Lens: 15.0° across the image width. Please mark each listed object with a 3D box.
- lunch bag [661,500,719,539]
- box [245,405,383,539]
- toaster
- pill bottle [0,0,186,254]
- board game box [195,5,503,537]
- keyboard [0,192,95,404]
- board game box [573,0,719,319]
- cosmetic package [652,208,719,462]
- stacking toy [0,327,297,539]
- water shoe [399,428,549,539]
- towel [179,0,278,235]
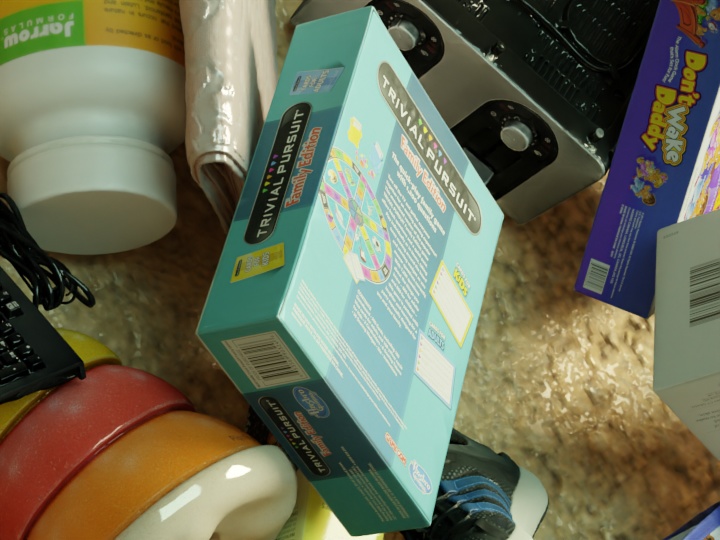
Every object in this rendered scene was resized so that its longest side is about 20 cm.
[{"bbox_3d":[0.188,0.215,1.406,0.200,0.124,0.171,-24,81,-52],"label":"lunch bag"},{"bbox_3d":[-0.026,0.126,1.342,0.050,0.075,0.201,23,58,-28],"label":"box"},{"bbox_3d":[0.082,-0.153,1.503,0.181,0.119,0.200,40,55,-10],"label":"toaster"},{"bbox_3d":[-0.137,-0.116,1.360,0.110,0.111,0.201,7,65,-28],"label":"pill bottle"},{"bbox_3d":[0.000,0.000,1.300,0.151,0.047,0.201,56,36,-37],"label":"board game box"},{"bbox_3d":[-0.199,-0.018,1.270,0.104,0.040,0.200,-19,51,-36],"label":"keyboard"},{"bbox_3d":[0.181,-0.089,1.468,0.045,0.201,0.134,22,24,16],"label":"board game box"},{"bbox_3d":[0.234,0.061,1.430,0.200,0.084,0.108,42,40,-40],"label":"cosmetic package"},{"bbox_3d":[-0.139,0.077,1.287,0.146,0.146,0.200,-28,66,-36],"label":"stacking toy"},{"bbox_3d":[0.040,0.132,1.343,0.079,0.072,0.200,36,12,0],"label":"water shoe"},{"bbox_3d":[-0.065,-0.110,1.367,0.032,0.191,0.201,-5,68,3],"label":"towel"}]
